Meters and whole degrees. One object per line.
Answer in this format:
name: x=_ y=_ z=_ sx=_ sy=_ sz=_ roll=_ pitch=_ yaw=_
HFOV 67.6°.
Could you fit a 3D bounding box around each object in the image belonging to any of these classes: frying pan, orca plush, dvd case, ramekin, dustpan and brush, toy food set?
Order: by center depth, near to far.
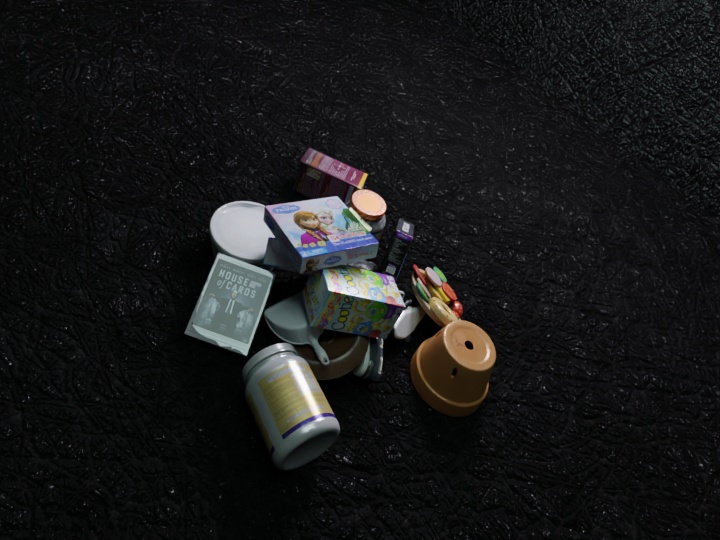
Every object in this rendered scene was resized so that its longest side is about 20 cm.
dustpan and brush: x=-0.119 y=0.132 z=1.191 sx=0.136 sy=0.059 sz=0.200 roll=-25 pitch=37 yaw=-17
dvd case: x=-0.288 y=0.076 z=1.209 sx=0.146 sy=0.025 sz=0.206 roll=19 pitch=66 yaw=-4
frying pan: x=-0.141 y=0.041 z=1.329 sx=0.184 sy=0.114 sz=0.032 roll=1 pitch=72 yaw=31
ramekin: x=-0.283 y=-0.071 z=1.351 sx=0.195 sy=0.096 sz=0.207 roll=12 pitch=45 yaw=-12
orca plush: x=0.107 y=0.111 z=1.368 sx=0.069 sy=0.108 sz=0.200 roll=8 pitch=37 yaw=32
toy food set: x=0.202 y=0.069 z=1.408 sx=0.201 sy=0.048 sz=0.198 roll=56 pitch=25 yaw=15

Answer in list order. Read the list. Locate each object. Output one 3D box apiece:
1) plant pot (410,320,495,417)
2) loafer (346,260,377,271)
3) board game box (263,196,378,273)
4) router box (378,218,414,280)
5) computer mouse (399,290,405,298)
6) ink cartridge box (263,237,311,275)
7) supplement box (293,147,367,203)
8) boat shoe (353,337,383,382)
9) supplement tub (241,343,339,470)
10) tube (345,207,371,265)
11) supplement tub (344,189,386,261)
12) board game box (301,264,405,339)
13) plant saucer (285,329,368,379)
plant pot: x=0.230 y=0.217 z=1.268 sx=0.193 sy=0.142 sz=0.204 roll=13 pitch=45 yaw=-13
loafer: x=0.000 y=0.000 z=1.362 sx=0.069 sy=0.070 sz=0.200 roll=28 pitch=2 yaw=6
board game box: x=-0.090 y=-0.087 z=1.197 sx=0.195 sy=0.042 sz=0.200 roll=-12 pitch=44 yaw=-32
router box: x=0.090 y=-0.042 z=1.393 sx=0.050 sy=0.153 sz=0.200 roll=21 pitch=15 yaw=1
computer mouse: x=0.031 y=0.075 z=1.359 sx=0.194 sy=0.109 sz=0.046 roll=5 pitch=70 yaw=-30
ink cartridge box: x=-0.123 y=-0.023 z=1.301 sx=0.113 sy=0.070 sz=0.197 roll=8 pitch=-6 yaw=38
supplement box: x=-0.090 y=-0.263 z=1.606 sx=0.195 sy=0.112 sz=0.087 roll=24 pitch=42 yaw=0
boat shoe: x=0.024 y=0.174 z=1.272 sx=0.059 sy=0.075 sz=0.204 roll=30 pitch=44 yaw=-20
supplement tub: x=-0.142 y=0.263 z=1.056 sx=0.142 sy=0.148 sz=0.202 roll=-12 pitch=54 yaw=-32
tube: x=-0.039 y=-0.055 z=1.276 sx=0.050 sy=0.059 sz=0.203 roll=12 pitch=55 yaw=25
supplement tub: x=-0.005 y=-0.103 z=1.425 sx=0.118 sy=0.203 sz=0.125 roll=12 pitch=43 yaw=-11
board game box: x=-0.016 y=0.065 z=1.190 sx=0.194 sy=0.105 sz=0.106 roll=13 pitch=35 yaw=-29
plant saucer: x=-0.078 y=0.155 z=1.217 sx=0.192 sy=0.035 sz=0.204 roll=-5 pitch=41 yaw=4
